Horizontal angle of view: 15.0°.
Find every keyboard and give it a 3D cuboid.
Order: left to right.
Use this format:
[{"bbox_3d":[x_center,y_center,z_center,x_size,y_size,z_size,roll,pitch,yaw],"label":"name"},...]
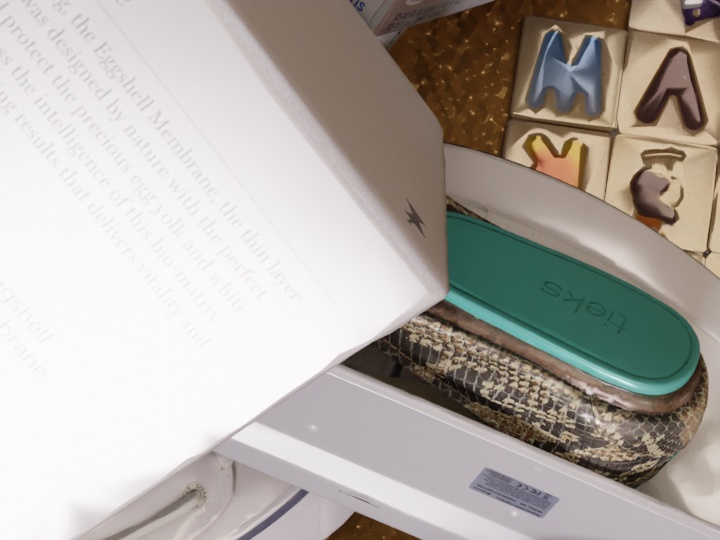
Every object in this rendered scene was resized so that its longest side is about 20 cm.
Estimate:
[{"bbox_3d":[0.039,0.062,0.745,0.199,0.056,0.011,23,50,-8],"label":"keyboard"}]

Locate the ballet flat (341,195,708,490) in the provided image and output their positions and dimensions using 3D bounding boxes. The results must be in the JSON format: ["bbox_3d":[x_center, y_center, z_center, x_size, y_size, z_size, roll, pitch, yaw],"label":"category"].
[{"bbox_3d":[0.000,0.000,0.752,0.200,0.075,0.068,34,43,5],"label":"ballet flat"}]

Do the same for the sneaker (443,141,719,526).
[{"bbox_3d":[0.079,0.042,0.789,0.200,0.073,0.085,36,80,5],"label":"sneaker"}]

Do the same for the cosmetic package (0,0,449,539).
[{"bbox_3d":[-0.115,-0.037,0.638,0.200,0.123,0.200,-33,108,15],"label":"cosmetic package"}]

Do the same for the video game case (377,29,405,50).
[{"bbox_3d":[-0.097,-0.093,0.813,0.200,0.045,0.181,41,100,6],"label":"video game case"}]

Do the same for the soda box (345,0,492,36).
[{"bbox_3d":[0.047,-0.123,0.762,0.070,0.200,0.063,45,122,13],"label":"soda box"}]

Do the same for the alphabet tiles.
[{"bbox_3d":[0.122,-0.002,0.837,0.166,0.006,0.201,9,80,1],"label":"alphabet tiles"}]

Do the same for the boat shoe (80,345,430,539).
[{"bbox_3d":[-0.069,0.061,0.779,0.200,0.072,0.066,-33,122,-10],"label":"boat shoe"}]
